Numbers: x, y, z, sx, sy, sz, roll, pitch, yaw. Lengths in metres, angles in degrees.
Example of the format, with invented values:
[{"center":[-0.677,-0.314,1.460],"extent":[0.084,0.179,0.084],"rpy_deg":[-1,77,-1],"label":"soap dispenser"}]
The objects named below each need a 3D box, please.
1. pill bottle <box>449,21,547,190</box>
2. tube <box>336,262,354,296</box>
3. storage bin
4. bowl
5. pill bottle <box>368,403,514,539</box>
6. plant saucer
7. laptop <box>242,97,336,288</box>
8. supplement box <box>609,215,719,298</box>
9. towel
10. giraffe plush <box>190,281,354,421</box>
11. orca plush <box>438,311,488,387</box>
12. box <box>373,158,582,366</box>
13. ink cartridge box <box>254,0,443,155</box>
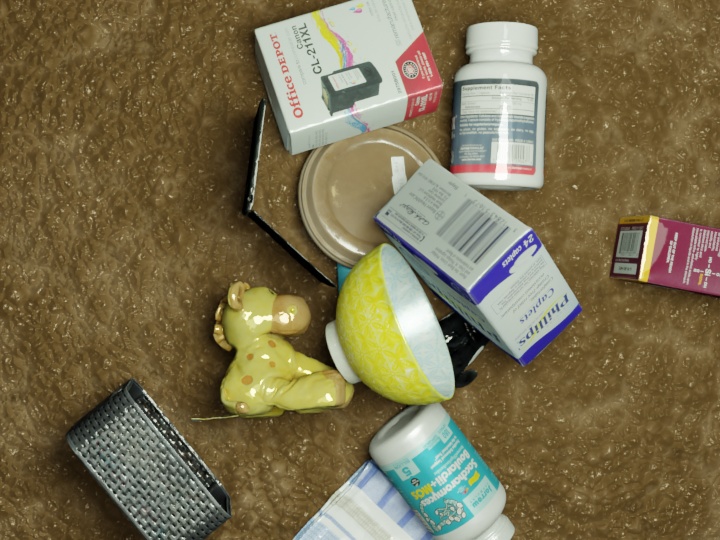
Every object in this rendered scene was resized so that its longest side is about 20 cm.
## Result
[{"center":[0.175,-0.204,1.411],"extent":[0.119,0.120,0.201],"rpy_deg":[2,91,-7],"label":"pill bottle"},{"center":[0.000,0.000,1.434],"extent":[0.077,0.050,0.201],"rpy_deg":[0,87,-18],"label":"tube"},{"center":[-0.254,0.241,1.358],"extent":[0.094,0.135,0.200],"rpy_deg":[-39,96,-5],"label":"storage bin"},{"center":[0.023,0.079,1.338],"extent":[0.107,0.200,0.201],"rpy_deg":[-24,94,14],"label":"bowl"},{"center":[0.109,0.269,1.419],"extent":[0.111,0.111,0.200],"rpy_deg":[-39,96,-5],"label":"pill bottle"},{"center":[0.020,-0.096,1.420],"extent":[0.199,0.029,0.201],"rpy_deg":[2,78,-10],"label":"plant saucer"},{"center":[-0.081,-0.089,1.347],"extent":[0.115,0.187,0.201],"rpy_deg":[8,90,-8],"label":"laptop"},{"center":[0.441,-0.012,1.454],"extent":[0.199,0.110,0.086],"rpy_deg":[10,91,-7],"label":"supplement box"},{"center":[-0.004,0.361,1.451],"extent":[0.147,0.024,0.200],"rpy_deg":[44,86,-7],"label":"towel"},{"center":[-0.114,0.095,1.368],"extent":[0.199,0.172,0.163],"rpy_deg":[-1,80,-24],"label":"giraffe plush"},{"center":[0.137,0.097,1.437],"extent":[0.199,0.071,0.106],"rpy_deg":[-22,94,-6],"label":"orca plush"},{"center":[0.141,-0.007,1.339],"extent":[0.105,0.184,0.200],"rpy_deg":[-46,139,-3],"label":"box"},{"center":[-0.017,-0.247,1.388],"extent":[0.199,0.083,0.146],"rpy_deg":[-18,79,-7],"label":"ink cartridge box"}]
